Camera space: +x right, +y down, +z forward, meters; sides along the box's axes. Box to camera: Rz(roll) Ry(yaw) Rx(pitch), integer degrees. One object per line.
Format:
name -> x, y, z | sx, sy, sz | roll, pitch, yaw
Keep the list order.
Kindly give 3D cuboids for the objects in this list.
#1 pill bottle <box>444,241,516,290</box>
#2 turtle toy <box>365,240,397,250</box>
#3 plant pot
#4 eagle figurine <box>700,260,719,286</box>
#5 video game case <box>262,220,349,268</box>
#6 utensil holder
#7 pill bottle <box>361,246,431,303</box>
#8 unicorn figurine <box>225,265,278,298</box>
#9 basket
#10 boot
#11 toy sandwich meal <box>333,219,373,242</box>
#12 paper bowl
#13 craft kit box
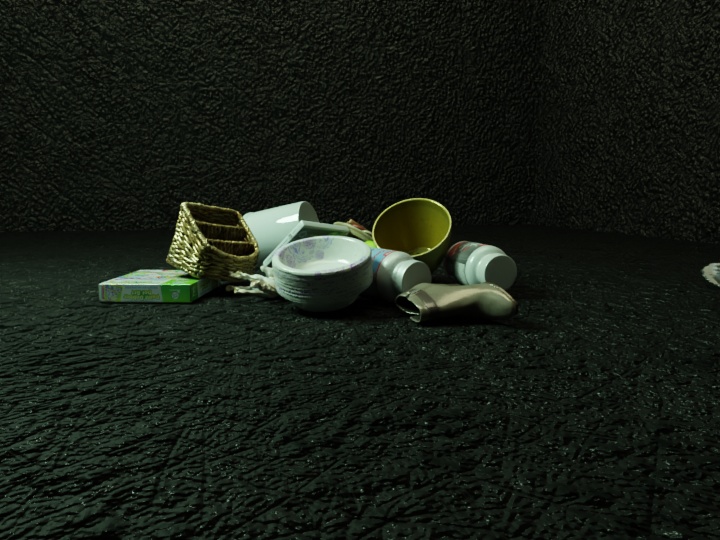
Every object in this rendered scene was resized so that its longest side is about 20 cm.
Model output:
pill bottle -> 0.284, -0.007, 1.223 | 0.109, 0.112, 0.200 | -2, 8, -13
turtle toy -> 0.069, -0.036, 1.440 | 0.199, 0.102, 0.145 | -8, 12, -43
plant pot -> 0.142, -0.063, 1.323 | 0.198, 0.143, 0.202 | -10, 48, 11
eagle figurine -> 0.980, 0.000, 1.267 | 0.151, 0.152, 0.200 | 38, -39, -15
video game case -> -0.149, -0.066, 1.448 | 0.182, 0.023, 0.199 | -43, -25, 28
utensil holder -> -0.239, -0.113, 1.568 | 0.198, 0.172, 0.170 | -12, 4, 19
pill bottle -> 0.056, 0.010, 1.116 | 0.108, 0.110, 0.199 | -6, 10, -35
unicorn figurine -> -0.229, 0.026, 1.170 | 0.136, 0.075, 0.200 | 6, 19, -29
basket -> -0.325, -0.063, 1.211 | 0.142, 0.151, 0.199 | 23, 8, 27
boot -> 0.164, 0.065, 0.942 | 0.145, 0.071, 0.199 | -12, 12, -29
toy sandwich meal -> 0.006, -0.108, 1.576 | 0.204, 0.071, 0.205 | 29, -12, 7
paper bowl -> -0.073, 0.011, 1.039 | 0.198, 0.106, 0.201 | -3, 22, 1
craft kit box -> -0.447, 0.034, 1.171 | 0.197, 0.049, 0.198 | 0, 11, 1
